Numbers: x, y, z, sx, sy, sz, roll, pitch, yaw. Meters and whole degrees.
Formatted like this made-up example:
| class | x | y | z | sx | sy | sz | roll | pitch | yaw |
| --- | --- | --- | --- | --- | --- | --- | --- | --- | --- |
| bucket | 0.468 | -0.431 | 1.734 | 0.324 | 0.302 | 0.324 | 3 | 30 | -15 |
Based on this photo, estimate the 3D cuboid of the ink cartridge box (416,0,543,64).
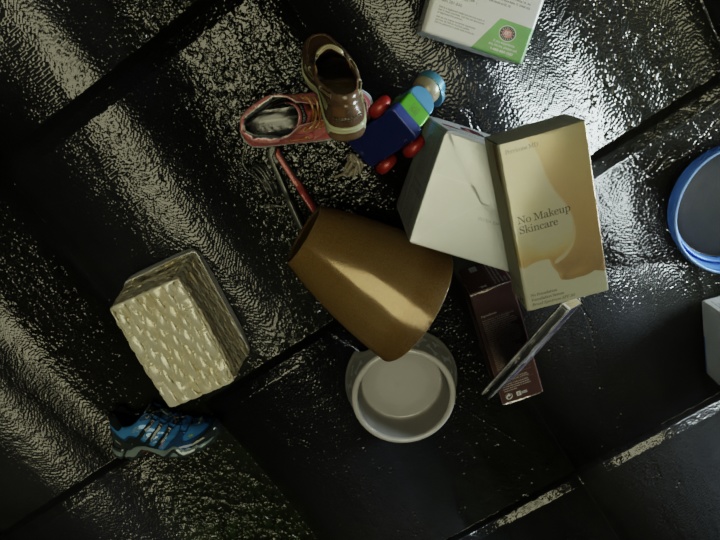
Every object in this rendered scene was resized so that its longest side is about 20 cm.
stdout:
| class | x | y | z | sx | sy | sz | roll | pitch | yaw |
| --- | --- | --- | --- | --- | --- | --- | --- | --- | --- |
| ink cartridge box | 0.172 | -0.395 | 0.782 | 0.142 | 0.084 | 0.203 | 15 | 109 | -6 |

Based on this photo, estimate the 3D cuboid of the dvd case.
| class | x | y | z | sx | sy | sz | roll | pitch | yaw |
| --- | --- | --- | --- | --- | --- | --- | --- | --- | --- |
| dvd case | 0.236 | 0.099 | 0.804 | 0.016 | 0.199 | 0.149 | 43 | 106 | 18 |

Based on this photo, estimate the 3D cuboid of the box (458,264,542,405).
| class | x | y | z | sx | sy | sz | roll | pitch | yaw |
| --- | --- | --- | --- | --- | --- | --- | --- | --- | --- |
| box | 0.222 | 0.097 | 0.948 | 0.074 | 0.100 | 0.203 | -20 | 110 | 6 |

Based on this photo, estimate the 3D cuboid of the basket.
| class | x | y | z | sx | sy | sz | roll | pitch | yaw |
| --- | --- | --- | --- | --- | --- | --- | --- | --- | --- |
| basket | -0.278 | 0.091 | 0.925 | 0.134 | 0.124 | 0.202 | -22 | 107 | 6 |

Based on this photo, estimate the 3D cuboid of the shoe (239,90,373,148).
| class | x | y | z | sx | sy | sz | roll | pitch | yaw |
| --- | --- | --- | --- | --- | --- | --- | --- | --- | --- |
| shoe | -0.072 | -0.212 | 0.826 | 0.197 | 0.091 | 0.073 | -13 | 101 | -6 |

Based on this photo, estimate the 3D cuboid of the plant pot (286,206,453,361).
| class | x | y | z | sx | sy | sz | roll | pitch | yaw |
| --- | --- | --- | --- | --- | --- | --- | --- | --- | --- |
| plant pot | 0.000 | 0.000 | 0.859 | 0.198 | 0.187 | 0.188 | 31 | 106 | -14 |

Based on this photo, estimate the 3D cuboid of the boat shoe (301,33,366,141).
| class | x | y | z | sx | sy | sz | roll | pitch | yaw |
| --- | --- | --- | --- | --- | --- | --- | --- | --- | --- |
| boat shoe | -0.033 | -0.260 | 0.767 | 0.073 | 0.204 | 0.075 | -16 | 143 | -8 |

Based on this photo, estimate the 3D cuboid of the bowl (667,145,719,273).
| class | x | y | z | sx | sy | sz | roll | pitch | yaw |
| --- | --- | --- | --- | --- | --- | --- | --- | --- | --- |
| bowl | 0.569 | -0.097 | 0.908 | 0.197 | 0.039 | 0.204 | 0 | 110 | -1 |

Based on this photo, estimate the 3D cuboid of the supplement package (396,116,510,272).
| class | x | y | z | sx | sy | sz | roll | pitch | yaw |
| --- | --- | --- | --- | --- | --- | --- | --- | --- | --- |
| supplement package | 0.165 | -0.107 | 0.822 | 0.188 | 0.200 | 0.149 | 16 | 108 | -7 |

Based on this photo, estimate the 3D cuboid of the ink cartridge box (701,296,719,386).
| class | x | y | z | sx | sy | sz | roll | pitch | yaw |
| --- | --- | --- | --- | --- | --- | --- | --- | --- | --- |
| ink cartridge box | 0.676 | 0.103 | 0.963 | 0.196 | 0.085 | 0.148 | -14 | 109 | 3 |

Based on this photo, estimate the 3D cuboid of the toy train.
| class | x | y | z | sx | sy | sz | roll | pitch | yaw |
| --- | --- | --- | --- | --- | --- | --- | --- | --- | --- |
| toy train | 0.034 | -0.203 | 0.848 | 0.085 | 0.199 | 0.116 | 45 | 63 | -14 |

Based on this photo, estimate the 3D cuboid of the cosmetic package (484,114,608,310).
| class | x | y | z | sx | sy | sz | roll | pitch | yaw |
| --- | --- | --- | --- | --- | --- | --- | --- | --- | --- |
| cosmetic package | 0.216 | -0.067 | 0.693 | 0.103 | 0.071 | 0.203 | -16 | 109 | 5 |

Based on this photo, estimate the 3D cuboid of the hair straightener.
| class | x | y | z | sx | sy | sz | roll | pitch | yaw |
| --- | --- | --- | --- | --- | --- | --- | --- | --- | --- |
| hair straightener | -0.123 | -0.118 | 0.897 | 0.076 | 0.041 | 0.202 | -30 | 107 | 9 |

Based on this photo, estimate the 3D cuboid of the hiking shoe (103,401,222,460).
| class | x | y | z | sx | sy | sz | roll | pitch | yaw |
| --- | --- | --- | --- | --- | --- | --- | --- | --- | --- |
| hiking shoe | -0.337 | 0.268 | 1.012 | 0.196 | 0.075 | 0.088 | -8 | 110 | 2 |

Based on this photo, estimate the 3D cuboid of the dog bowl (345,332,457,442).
| class | x | y | z | sx | sy | sz | roll | pitch | yaw |
| --- | --- | --- | --- | --- | --- | --- | --- | --- | --- |
| dog bowl | 0.071 | 0.200 | 1.003 | 0.196 | 0.059 | 0.204 | 0 | 110 | -1 |
